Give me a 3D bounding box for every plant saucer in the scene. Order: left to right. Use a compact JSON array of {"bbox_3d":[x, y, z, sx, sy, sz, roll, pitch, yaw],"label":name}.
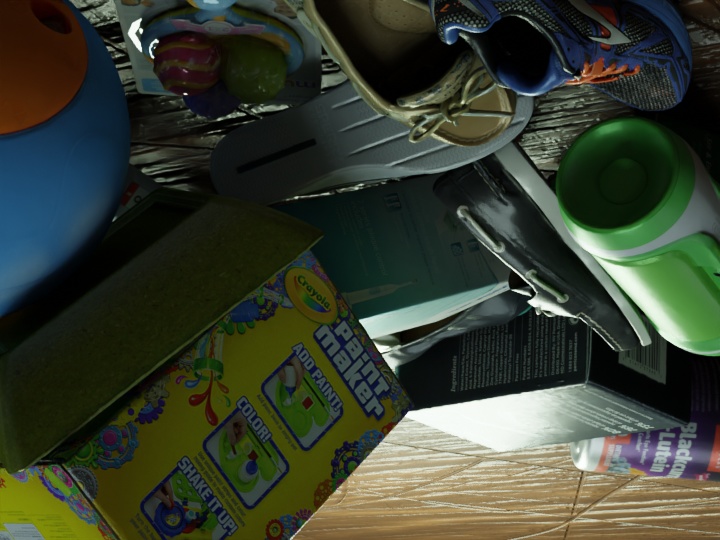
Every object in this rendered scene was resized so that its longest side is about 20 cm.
[{"bbox_3d":[-0.138,0.015,0.882,0.048,0.200,0.200,55,167,-15],"label":"plant saucer"}]

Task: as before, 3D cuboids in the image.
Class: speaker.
[{"bbox_3d":[0.187,-0.016,0.958,0.088,0.089,0.200,-6,155,28],"label":"speaker"}]

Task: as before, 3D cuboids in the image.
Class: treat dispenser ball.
[{"bbox_3d":[-0.223,-0.070,0.847,0.201,0.201,0.201,4,160,1],"label":"treat dispenser ball"}]

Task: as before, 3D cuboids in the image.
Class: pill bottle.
[{"bbox_3d":[0.292,0.130,1.416,0.200,0.112,0.111,5,160,-1],"label":"pill bottle"}]

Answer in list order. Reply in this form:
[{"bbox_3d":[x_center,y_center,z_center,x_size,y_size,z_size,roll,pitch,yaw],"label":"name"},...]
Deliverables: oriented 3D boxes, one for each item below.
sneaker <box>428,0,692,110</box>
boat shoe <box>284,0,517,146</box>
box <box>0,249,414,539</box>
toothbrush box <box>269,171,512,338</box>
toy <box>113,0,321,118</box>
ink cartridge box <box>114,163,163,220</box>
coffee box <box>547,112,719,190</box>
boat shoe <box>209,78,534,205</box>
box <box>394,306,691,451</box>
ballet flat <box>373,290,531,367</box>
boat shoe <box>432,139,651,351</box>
[{"bbox_3d":[0.098,-0.120,0.822,0.200,0.078,0.075,21,155,-37],"label":"sneaker"},{"bbox_3d":[0.020,-0.113,0.828,0.073,0.063,0.200,-43,135,16],"label":"boat shoe"},{"bbox_3d":[-0.115,0.096,0.916,0.200,0.193,0.122,-12,117,54],"label":"box"},{"bbox_3d":[0.000,0.000,1.058,0.200,0.085,0.146,-13,171,-31],"label":"toothbrush box"},{"bbox_3d":[-0.081,-0.122,0.900,0.115,0.047,0.200,5,160,0],"label":"toy"},{"bbox_3d":[-0.117,0.015,1.179,0.200,0.050,0.162,31,155,-7],"label":"ink cartridge box"},{"bbox_3d":[0.237,-0.039,1.062,0.200,0.044,0.123,15,156,-24],"label":"coffee box"},{"bbox_3d":[0.007,-0.088,0.955,0.200,0.072,0.071,-12,-172,15],"label":"boat shoe"},{"bbox_3d":[0.148,0.073,1.303,0.200,0.104,0.148,-13,154,40],"label":"box"},{"bbox_3d":[0.045,0.029,1.258,0.200,0.073,0.073,-22,148,39],"label":"ballet flat"},{"bbox_3d":[0.117,-0.007,1.001,0.060,0.074,0.200,-36,130,10],"label":"boat shoe"}]
